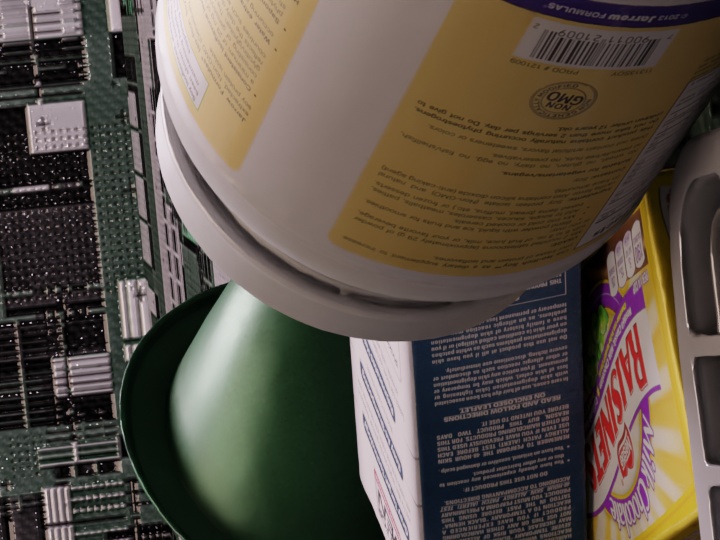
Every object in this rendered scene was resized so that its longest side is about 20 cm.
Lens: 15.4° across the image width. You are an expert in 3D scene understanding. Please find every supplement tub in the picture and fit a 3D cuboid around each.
[{"bbox_3d":[0.028,-0.082,0.678,0.200,0.145,0.145,120,144,-56],"label":"supplement tub"}]

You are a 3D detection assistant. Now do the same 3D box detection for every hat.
[{"bbox_3d":[0.000,0.000,1.005,0.200,0.166,0.176,60,149,35],"label":"hat"}]

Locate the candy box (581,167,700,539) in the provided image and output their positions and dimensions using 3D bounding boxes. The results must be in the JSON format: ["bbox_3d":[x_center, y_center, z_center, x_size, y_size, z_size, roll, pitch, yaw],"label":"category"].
[{"bbox_3d":[0.088,0.044,0.857,0.200,0.026,0.102,114,145,-73],"label":"candy box"}]

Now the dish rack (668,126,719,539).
[{"bbox_3d":[0.122,0.046,0.596,0.200,0.044,0.172,161,104,-81],"label":"dish rack"}]

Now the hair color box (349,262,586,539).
[{"bbox_3d":[0.033,0.018,0.886,0.100,0.060,0.200,-112,15,-53],"label":"hair color box"}]
